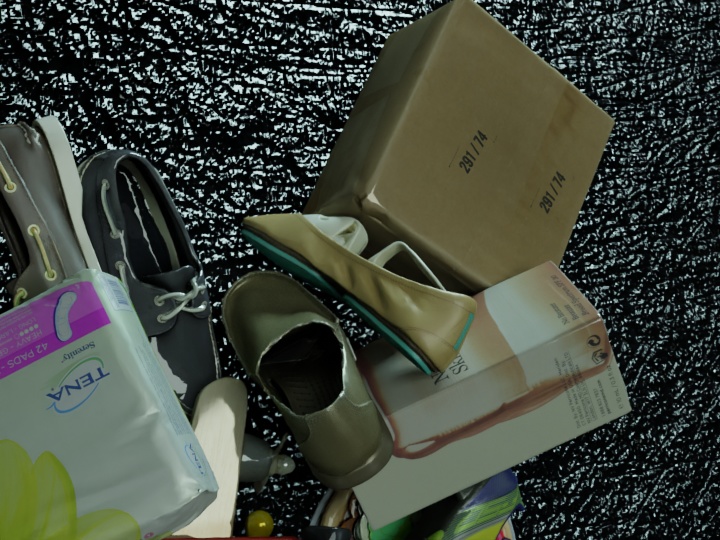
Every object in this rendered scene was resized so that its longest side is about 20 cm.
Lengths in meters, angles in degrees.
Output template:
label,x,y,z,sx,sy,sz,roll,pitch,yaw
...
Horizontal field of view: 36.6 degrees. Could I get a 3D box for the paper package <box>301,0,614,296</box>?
label,x,y,z,sx,sy,sz,roll,pitch,yaw
paper package,0.080,-0.077,0.859,0.190,0.103,0.201,34,66,-24

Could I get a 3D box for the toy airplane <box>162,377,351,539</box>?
label,x,y,z,sx,sy,sz,roll,pitch,yaw
toy airplane,-0.098,0.200,0.701,0.200,0.141,0.199,-40,74,-9

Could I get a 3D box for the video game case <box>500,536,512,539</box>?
label,x,y,z,sx,sy,sz,roll,pitch,yaw
video game case,0.085,0.325,0.790,0.181,0.036,0.201,-41,127,-29

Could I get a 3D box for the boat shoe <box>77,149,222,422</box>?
label,x,y,z,sx,sy,sz,roll,pitch,yaw
boat shoe,-0.138,0.013,0.736,0.072,0.063,0.201,-23,95,-34

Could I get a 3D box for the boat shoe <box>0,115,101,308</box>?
label,x,y,z,sx,sy,sz,roll,pitch,yaw
boat shoe,-0.200,0.001,0.700,0.059,0.072,0.201,-15,86,-26

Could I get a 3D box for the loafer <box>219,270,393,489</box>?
label,x,y,z,sx,sy,sz,roll,pitch,yaw
loafer,-0.040,0.055,0.721,0.076,0.200,0.068,-30,134,-12

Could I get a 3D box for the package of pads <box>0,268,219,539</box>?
label,x,y,z,sx,sy,sz,roll,pitch,yaw
package of pads,-0.197,0.111,0.620,0.199,0.068,0.155,-28,79,-4

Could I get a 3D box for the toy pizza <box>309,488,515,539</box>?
label,x,y,z,sx,sy,sz,roll,pitch,yaw
toy pizza,0.046,0.230,0.828,0.199,0.032,0.201,6,79,-30

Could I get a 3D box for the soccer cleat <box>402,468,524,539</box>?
label,x,y,z,sx,sy,sz,roll,pitch,yaw
soccer cleat,0.054,0.217,0.780,0.200,0.065,0.084,-48,114,-28

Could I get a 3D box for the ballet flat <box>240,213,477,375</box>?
label,x,y,z,sx,sy,sz,roll,pitch,yaw
ballet flat,0.000,0.000,0.761,0.063,0.200,0.069,-51,149,-7

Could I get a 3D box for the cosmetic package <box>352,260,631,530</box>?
label,x,y,z,sx,sy,sz,roll,pitch,yaw
cosmetic package,0.073,0.085,0.769,0.199,0.103,0.087,-26,118,-2
